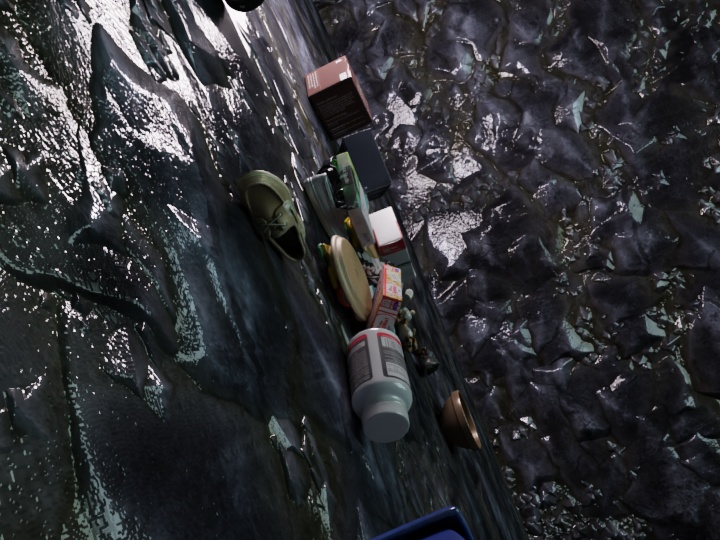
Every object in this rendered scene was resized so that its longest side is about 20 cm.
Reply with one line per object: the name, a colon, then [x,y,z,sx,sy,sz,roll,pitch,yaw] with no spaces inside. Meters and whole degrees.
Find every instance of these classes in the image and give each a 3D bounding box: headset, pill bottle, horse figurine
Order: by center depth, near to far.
pill bottle: [0.035,0.210,1.121,0.200,0.110,0.111,-99,163,-53]
headset: [-0.057,-0.221,1.618,0.201,0.094,0.124,-79,149,-42]
horse figurine: [0.142,0.190,1.860,0.133,0.050,0.200,83,-16,-57]

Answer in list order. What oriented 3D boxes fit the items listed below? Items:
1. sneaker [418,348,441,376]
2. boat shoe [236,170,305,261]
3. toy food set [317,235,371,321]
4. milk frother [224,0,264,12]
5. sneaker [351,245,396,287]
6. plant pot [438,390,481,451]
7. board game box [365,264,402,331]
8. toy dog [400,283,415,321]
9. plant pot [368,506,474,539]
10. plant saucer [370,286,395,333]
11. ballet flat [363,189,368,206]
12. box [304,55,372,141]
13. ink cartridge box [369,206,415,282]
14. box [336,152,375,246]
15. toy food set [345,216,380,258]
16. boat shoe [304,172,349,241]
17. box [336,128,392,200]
sneaker: [0.220,0.306,2.034,0.079,0.075,0.200,56,1,14]
boat shoe: [-0.136,-0.084,0.990,0.200,0.072,0.065,62,9,-56]
toy food set: [-0.028,0.015,1.340,0.200,0.048,0.199,19,51,-74]
milk frother: [-0.268,-0.703,1.313,0.188,0.180,0.201,-4,75,-80]
sneaker: [0.000,0.000,1.515,0.200,0.091,0.067,20,33,-42]
plant pot: [0.317,0.503,2.002,0.201,0.092,0.202,-22,90,-81]
board game box: [0.052,0.092,1.404,0.200,0.046,0.152,-83,-170,-71]
toy dog: [0.140,0.062,2.023,0.132,0.096,0.201,-86,151,-68]
plant pot: [0.076,0.406,0.696,0.180,0.199,0.201,-102,167,-75]
plant saucer: [0.052,0.110,1.668,0.200,0.027,0.201,-22,90,-80]
ballet flat: [-0.022,-0.246,1.951,0.072,0.072,0.201,36,34,-71]
box: [-0.076,-0.603,2.142,0.166,0.164,0.200,-101,164,-46]
ink cartridge box: [0.098,-0.072,1.896,0.200,0.083,0.147,67,4,-48]
box: [-0.012,-0.179,1.528,0.145,0.036,0.201,64,10,-51]
toy food set: [0.004,-0.096,1.794,0.200,0.048,0.199,-66,132,-76]
boat shoe: [-0.064,-0.144,1.476,0.070,0.071,0.201,-94,159,-61]
box: [0.011,-0.345,2.058,0.182,0.104,0.201,141,-73,-80]
